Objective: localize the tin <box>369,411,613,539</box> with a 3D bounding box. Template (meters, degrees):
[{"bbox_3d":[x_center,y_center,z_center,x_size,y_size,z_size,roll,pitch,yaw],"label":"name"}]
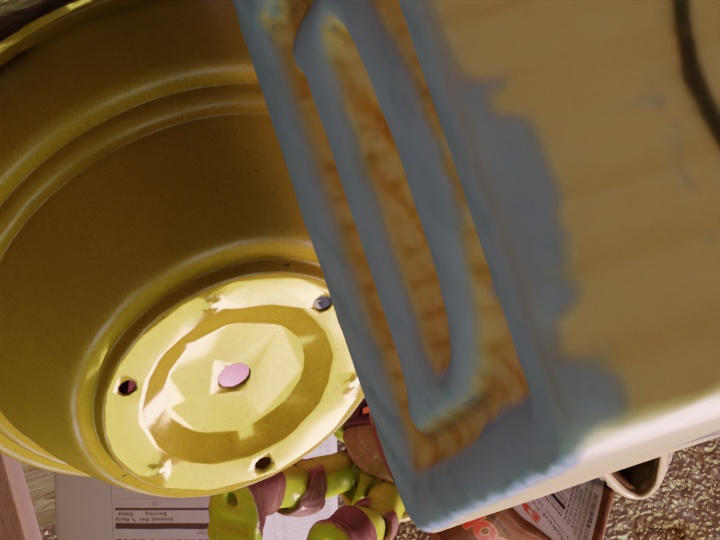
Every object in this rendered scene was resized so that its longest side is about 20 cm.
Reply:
[{"bbox_3d":[0.058,0.077,1.261,0.042,0.112,0.200,-42,-176,15],"label":"tin"}]

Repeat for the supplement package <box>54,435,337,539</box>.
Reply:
[{"bbox_3d":[-0.079,0.099,1.452,0.109,0.202,0.114,-1,179,20],"label":"supplement package"}]

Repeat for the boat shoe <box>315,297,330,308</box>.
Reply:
[{"bbox_3d":[0.000,0.000,1.232,0.061,0.075,0.200,-3,171,25],"label":"boat shoe"}]

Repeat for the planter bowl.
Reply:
[{"bbox_3d":[-0.052,0.010,0.947,0.199,0.084,0.201,-16,134,-17],"label":"planter bowl"}]

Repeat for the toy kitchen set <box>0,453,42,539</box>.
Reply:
[{"bbox_3d":[-0.212,0.103,1.284,0.162,0.182,0.200,-18,169,3],"label":"toy kitchen set"}]

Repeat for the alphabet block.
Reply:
[{"bbox_3d":[0.093,-0.054,0.819,0.199,0.197,0.196,-18,175,-14],"label":"alphabet block"}]

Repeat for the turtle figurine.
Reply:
[{"bbox_3d":[0.017,0.098,1.321,0.161,0.200,0.065,-26,149,-54],"label":"turtle figurine"}]

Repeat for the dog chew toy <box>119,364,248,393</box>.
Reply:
[{"bbox_3d":[-0.061,0.015,1.301,0.124,0.125,0.200,-24,180,37],"label":"dog chew toy"}]

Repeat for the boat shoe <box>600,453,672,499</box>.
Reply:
[{"bbox_3d":[0.103,0.040,1.229,0.071,0.077,0.200,-9,155,16],"label":"boat shoe"}]
